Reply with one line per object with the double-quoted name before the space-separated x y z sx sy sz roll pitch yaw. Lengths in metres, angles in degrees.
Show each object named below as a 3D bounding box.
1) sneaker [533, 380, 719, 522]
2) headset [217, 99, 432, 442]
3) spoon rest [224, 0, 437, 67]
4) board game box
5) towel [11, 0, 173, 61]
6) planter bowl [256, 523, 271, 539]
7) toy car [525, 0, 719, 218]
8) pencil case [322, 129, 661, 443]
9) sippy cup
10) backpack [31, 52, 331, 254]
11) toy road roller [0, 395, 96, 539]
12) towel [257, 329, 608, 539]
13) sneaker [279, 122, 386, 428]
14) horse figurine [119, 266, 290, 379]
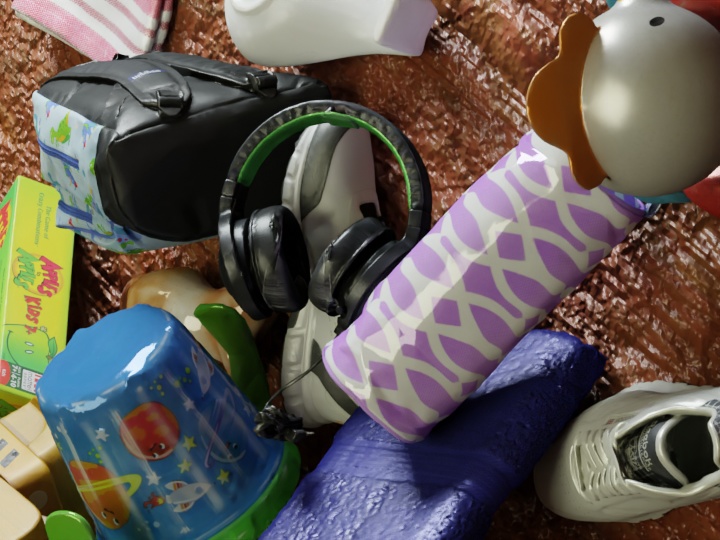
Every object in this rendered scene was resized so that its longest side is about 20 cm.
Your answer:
"sneaker" 0.154 0.098 1.502 0.200 0.080 0.077 -21 81 49
"headset" -0.030 0.000 1.607 0.123 0.094 0.201 9 87 16
"spoon rest" -0.017 -0.161 1.679 0.200 0.060 0.100 24 90 54
"board game box" -0.239 0.043 1.894 0.102 0.047 0.201 -52 27 38
"towel" -0.169 -0.237 1.862 0.146 0.030 0.201 34 119 40
"planter bowl" -0.026 0.231 1.659 0.200 0.199 0.135 -52 32 39
"toy car" 0.159 -0.106 1.378 0.184 0.199 0.178 0 95 48
"pencil case" 0.067 0.004 1.530 0.084 0.086 0.200 43 101 -10
"sippy cup" -0.124 0.097 1.666 0.131 0.139 0.178 60 -172 -27
"backpack" -0.129 -0.077 1.750 0.200 0.163 0.154 34 134 48
"toy road roller" -0.207 0.154 1.731 0.200 0.146 0.123 34 147 46
"towel" 0.040 0.115 1.568 0.147 0.200 0.050 3 135 46
"sneaker" 0.000 0.000 1.683 0.080 0.074 0.201 8 106 33
"horse figurine" -0.103 0.047 1.810 0.200 0.050 0.133 19 116 43
